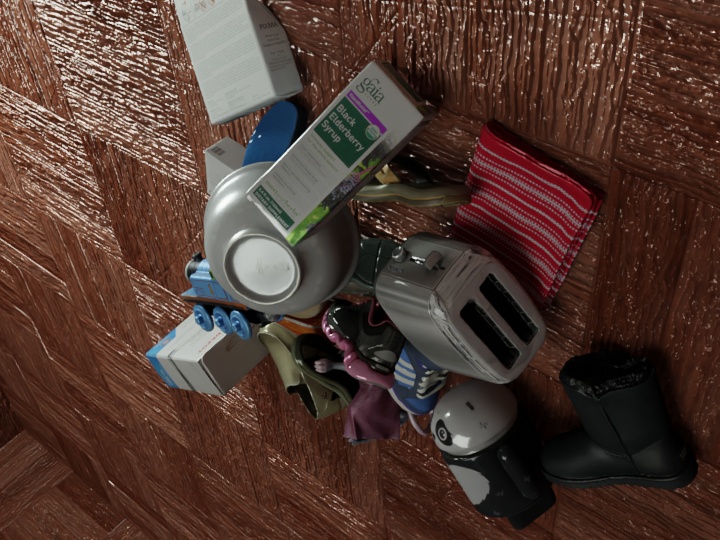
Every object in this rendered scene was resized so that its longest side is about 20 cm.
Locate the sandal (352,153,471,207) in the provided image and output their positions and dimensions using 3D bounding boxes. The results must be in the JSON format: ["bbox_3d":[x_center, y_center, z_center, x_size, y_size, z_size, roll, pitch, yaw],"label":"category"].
[{"bbox_3d":[0.044,-0.105,0.972,0.200,0.080,0.054,13,109,49],"label":"sandal"}]

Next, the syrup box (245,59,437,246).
[{"bbox_3d":[-0.020,-0.124,0.921,0.200,0.081,0.079,-43,89,19],"label":"syrup box"}]

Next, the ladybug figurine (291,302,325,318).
[{"bbox_3d":[-0.118,-0.006,1.270,0.200,0.072,0.136,28,142,30],"label":"ladybug figurine"}]

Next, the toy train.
[{"bbox_3d":[-0.186,0.029,1.248,0.200,0.087,0.115,5,118,50],"label":"toy train"}]

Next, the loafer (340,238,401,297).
[{"bbox_3d":[0.000,0.000,1.128,0.199,0.072,0.063,7,155,24],"label":"loafer"}]

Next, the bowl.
[{"bbox_3d":[-0.107,-0.021,1.041,0.200,0.090,0.202,6,120,10],"label":"bowl"}]

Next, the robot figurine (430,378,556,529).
[{"bbox_3d":[0.172,0.237,1.124,0.150,0.125,0.200,-18,110,39],"label":"robot figurine"}]

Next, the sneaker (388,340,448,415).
[{"bbox_3d":[0.098,0.123,1.133,0.146,0.080,0.201,16,130,49],"label":"sneaker"}]

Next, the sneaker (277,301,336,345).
[{"bbox_3d":[-0.111,0.068,1.344,0.200,0.073,0.077,25,151,37],"label":"sneaker"}]

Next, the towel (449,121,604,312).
[{"bbox_3d":[0.167,-0.052,0.925,0.144,0.022,0.200,37,147,19],"label":"towel"}]

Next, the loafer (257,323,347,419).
[{"bbox_3d":[-0.105,0.166,1.439,0.200,0.068,0.076,46,148,5],"label":"loafer"}]

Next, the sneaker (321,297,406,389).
[{"bbox_3d":[0.012,0.068,1.091,0.079,0.096,0.200,18,-167,-23],"label":"sneaker"}]

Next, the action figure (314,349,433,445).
[{"bbox_3d":[0.024,0.149,1.223,0.148,0.134,0.201,3,111,16],"label":"action figure"}]

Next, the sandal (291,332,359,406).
[{"bbox_3d":[-0.047,0.157,1.309,0.057,0.080,0.201,-19,135,29],"label":"sandal"}]

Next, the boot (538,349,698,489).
[{"bbox_3d":[0.263,0.166,0.982,0.200,0.076,0.168,-8,121,46],"label":"boot"}]

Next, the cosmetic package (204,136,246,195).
[{"bbox_3d":[-0.128,-0.100,1.202,0.200,0.051,0.083,34,142,21],"label":"cosmetic package"}]

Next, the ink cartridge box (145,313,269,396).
[{"bbox_3d":[-0.262,0.137,1.525,0.200,0.146,0.086,0,126,51],"label":"ink cartridge box"}]

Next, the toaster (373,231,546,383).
[{"bbox_3d":[0.118,0.049,0.974,0.200,0.114,0.129,49,164,-25],"label":"toaster"}]

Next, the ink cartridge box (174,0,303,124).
[{"bbox_3d":[-0.157,-0.293,1.059,0.160,0.047,0.201,-7,102,53],"label":"ink cartridge box"}]

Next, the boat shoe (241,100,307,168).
[{"bbox_3d":[-0.112,-0.121,1.110,0.084,0.069,0.200,44,118,35],"label":"boat shoe"}]
